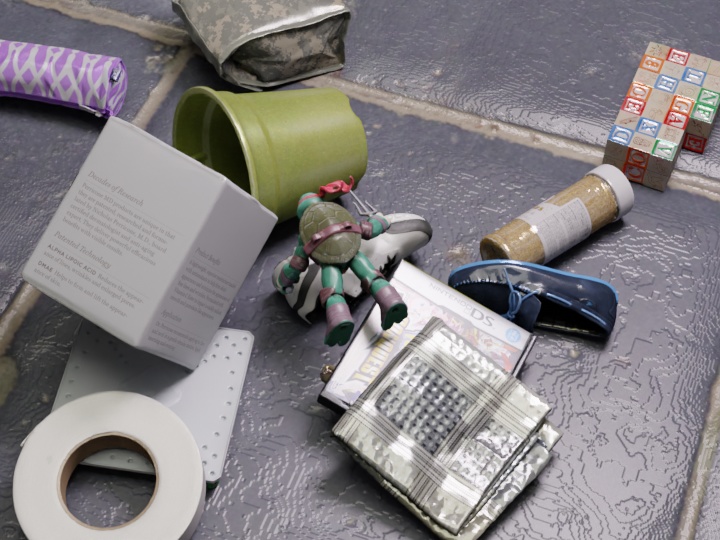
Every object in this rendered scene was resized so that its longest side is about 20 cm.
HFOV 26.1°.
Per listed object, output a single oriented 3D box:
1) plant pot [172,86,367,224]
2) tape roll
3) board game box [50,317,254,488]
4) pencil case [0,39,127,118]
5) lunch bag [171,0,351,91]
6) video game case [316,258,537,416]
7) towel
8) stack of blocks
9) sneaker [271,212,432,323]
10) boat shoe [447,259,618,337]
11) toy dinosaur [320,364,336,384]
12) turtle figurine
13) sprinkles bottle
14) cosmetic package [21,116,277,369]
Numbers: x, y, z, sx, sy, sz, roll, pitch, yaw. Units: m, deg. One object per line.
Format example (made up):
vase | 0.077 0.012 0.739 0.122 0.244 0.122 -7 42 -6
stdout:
plant pot | -0.100 -0.139 1.859 0.183 0.201 0.201 -17 52 -29
tape roll | -0.261 0.224 1.612 0.201 0.037 0.204 0 62 1
board game box | -0.232 0.141 1.713 0.198 0.026 0.201 8 51 4
pencil case | -0.397 -0.244 1.995 0.198 0.084 0.086 10 74 8
lunch bag | -0.136 -0.329 2.047 0.199 0.118 0.164 -18 54 -22
video game case | 0.076 0.108 1.712 0.180 0.026 0.201 30 60 4
towel | 0.097 0.172 1.650 0.200 0.035 0.193 40 63 9
stack of blocks | 0.394 -0.196 1.991 0.114 0.059 0.201 19 52 13
sneaker | 0.000 0.000 1.815 0.199 0.074 0.080 -25 59 -11
boat shoe | 0.198 0.035 1.780 0.198 0.084 0.069 4 53 4
toy dinosaur | 0.045 0.097 1.750 0.198 0.048 0.089 -6 57 -12
turtle figurine | -0.030 -0.018 1.718 0.149 0.101 0.201 -27 59 1
sprinkles bottle | 0.237 -0.055 1.863 0.199 0.069 0.068 -31 57 -24
cosmetic package | -0.224 -0.026 1.678 0.164 0.165 0.201 28 86 20
